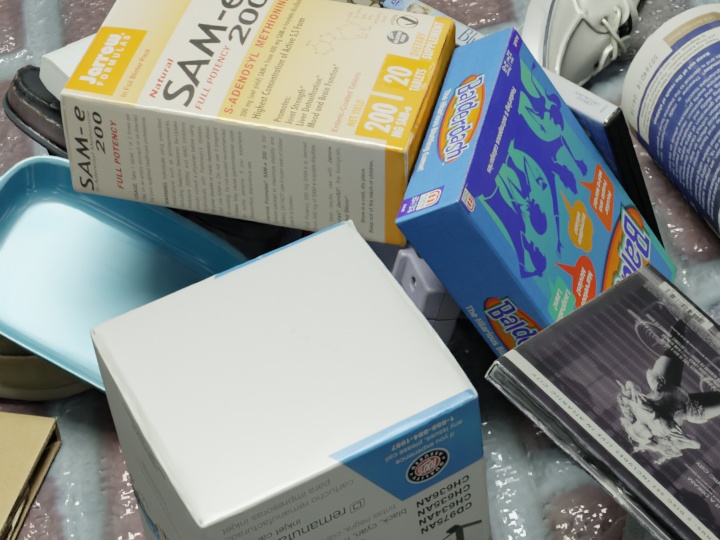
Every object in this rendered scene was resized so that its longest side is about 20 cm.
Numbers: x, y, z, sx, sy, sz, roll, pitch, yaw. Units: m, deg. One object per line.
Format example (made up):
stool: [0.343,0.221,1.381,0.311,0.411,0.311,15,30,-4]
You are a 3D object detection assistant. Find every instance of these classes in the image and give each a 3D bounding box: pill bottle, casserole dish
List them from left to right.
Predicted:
casserole dish: [-0.153,0.013,1.117,0.199,0.039,0.122,27,66,2]
pill bottle: [0.252,-0.069,1.137,0.110,0.112,0.200,-20,43,-11]

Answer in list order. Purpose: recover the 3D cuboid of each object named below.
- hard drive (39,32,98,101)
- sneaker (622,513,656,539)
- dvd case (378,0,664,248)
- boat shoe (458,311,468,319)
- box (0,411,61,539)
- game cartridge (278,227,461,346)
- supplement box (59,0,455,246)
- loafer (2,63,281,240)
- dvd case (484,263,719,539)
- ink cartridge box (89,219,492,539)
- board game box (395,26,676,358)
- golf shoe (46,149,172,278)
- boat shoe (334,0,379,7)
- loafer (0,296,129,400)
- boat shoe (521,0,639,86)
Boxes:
hard drive: [-0.084,-0.124,1.172,0.199,0.026,0.132,-30,61,-37]
sneaker: [0.190,0.174,0.932,0.114,0.074,0.201,10,40,0]
dvd case: [0.102,-0.091,1.167,0.018,0.143,0.199,-45,51,-14]
boat shoe: [0.028,-0.038,1.174,0.072,0.073,0.199,-38,49,-27]
box: [-0.294,0.141,1.084,0.198,0.021,0.164,5,45,16]
game cartridge: [0.000,0.000,1.101,0.038,0.130,0.201,4,36,-26]
supplement box: [-0.055,-0.095,1.053,0.198,0.074,0.127,9,44,11]
loafer: [-0.131,-0.091,1.182,0.199,0.063,0.072,26,37,3]
dvd case: [0.165,0.073,0.969,0.149,0.016,0.200,43,31,14]
ink cartridge box: [-0.028,0.113,0.930,0.146,0.201,0.145,-24,46,-15]
board game box: [0.106,-0.013,1.042,0.045,0.200,0.153,-18,36,32]
golf shoe: [-0.152,-0.059,1.230,0.094,0.078,0.201,-19,44,-10]
boat shoe: [-0.067,-0.179,1.364,0.199,0.063,0.074,-14,66,5]
loafer: [-0.232,0.034,1.150,0.198,0.069,0.076,-5,43,4]
boat shoe: [0.163,-0.174,1.302,0.065,0.072,0.200,5,36,22]
